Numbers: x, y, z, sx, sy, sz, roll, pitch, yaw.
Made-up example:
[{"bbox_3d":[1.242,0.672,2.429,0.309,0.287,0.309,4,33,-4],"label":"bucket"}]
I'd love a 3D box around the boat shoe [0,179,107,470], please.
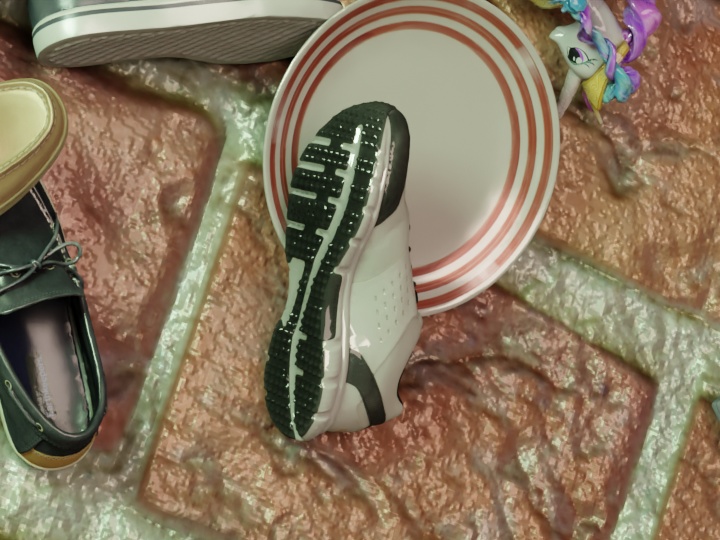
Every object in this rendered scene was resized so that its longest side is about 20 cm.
[{"bbox_3d":[-0.185,0.010,1.459,0.074,0.062,0.201,-14,85,-26],"label":"boat shoe"}]

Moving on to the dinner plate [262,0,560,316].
[{"bbox_3d":[0.029,-0.071,1.579,0.199,0.024,0.201,-6,103,-27],"label":"dinner plate"}]

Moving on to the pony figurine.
[{"bbox_3d":[0.153,-0.215,1.640,0.193,0.167,0.200,-36,102,5],"label":"pony figurine"}]

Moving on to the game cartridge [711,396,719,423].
[{"bbox_3d":[0.329,0.103,1.716,0.199,0.040,0.134,-26,89,-28],"label":"game cartridge"}]

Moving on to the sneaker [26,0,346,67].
[{"bbox_3d":[-0.100,-0.165,1.527,0.199,0.078,0.080,-3,72,-33],"label":"sneaker"}]

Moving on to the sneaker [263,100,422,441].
[{"bbox_3d":[0.000,0.000,1.535,0.080,0.074,0.201,3,105,-36],"label":"sneaker"}]

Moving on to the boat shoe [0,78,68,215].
[{"bbox_3d":[-0.246,-0.050,1.410,0.199,0.065,0.071,-30,74,-15],"label":"boat shoe"}]
